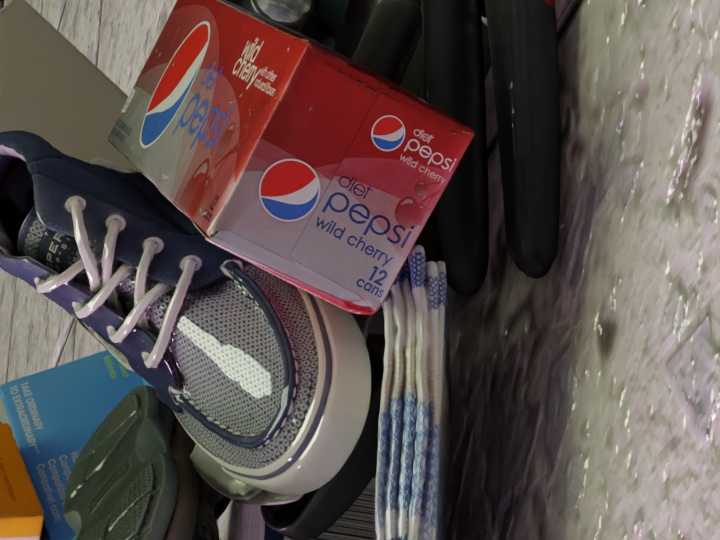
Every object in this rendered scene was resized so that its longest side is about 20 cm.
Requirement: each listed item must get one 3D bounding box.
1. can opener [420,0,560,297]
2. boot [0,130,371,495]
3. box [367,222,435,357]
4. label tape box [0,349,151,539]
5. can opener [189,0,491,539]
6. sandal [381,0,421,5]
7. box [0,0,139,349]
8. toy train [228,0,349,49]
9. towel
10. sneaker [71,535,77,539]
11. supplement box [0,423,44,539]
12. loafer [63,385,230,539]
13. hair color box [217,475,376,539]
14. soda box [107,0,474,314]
[{"bbox_3d":[0.044,-0.086,0.849,0.063,0.078,0.201,-27,54,35],"label":"can opener"},{"bbox_3d":[-0.075,0.012,0.865,0.073,0.090,0.200,-64,32,7],"label":"boot"},{"bbox_3d":[-0.026,0.000,1.043,0.200,0.075,0.101,140,137,-68],"label":"box"},{"bbox_3d":[-0.124,0.119,1.087,0.143,0.066,0.201,-119,37,-52],"label":"label tape box"},{"bbox_3d":[0.000,0.000,0.917,0.053,0.067,0.201,14,73,36],"label":"can opener"},{"bbox_3d":[0.006,-0.170,1.045,0.200,0.054,0.082,-97,20,-49],"label":"sandal"},{"bbox_3d":[-0.121,-0.027,1.176,0.082,0.200,0.068,-44,-4,-25],"label":"box"},{"bbox_3d":[-0.050,-0.101,1.206,0.200,0.085,0.114,116,171,-60],"label":"toy train"},{"bbox_3d":[0.015,0.107,0.815,0.147,0.024,0.201,80,-168,-69],"label":"towel"},{"bbox_3d":[-0.116,0.155,0.914,0.200,0.077,0.080,-57,-22,-48],"label":"sneaker"},{"bbox_3d":[-0.218,0.165,1.062,0.074,0.125,0.201,-124,43,-52],"label":"supplement box"},{"bbox_3d":[-0.070,0.104,0.892,0.072,0.063,0.200,-48,15,15],"label":"loafer"},{"bbox_3d":[-0.034,0.149,1.001,0.200,0.060,0.100,117,159,-54],"label":"hair color box"},{"bbox_3d":[-0.030,-0.046,0.843,0.070,0.063,0.200,-62,19,4],"label":"soda box"}]
